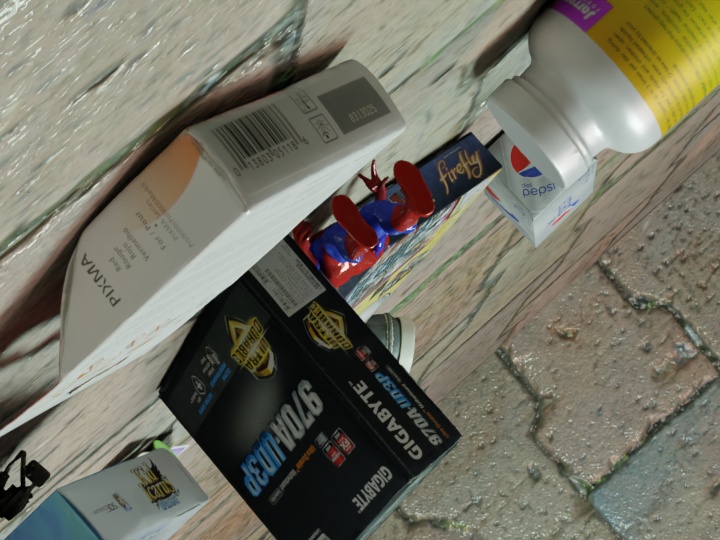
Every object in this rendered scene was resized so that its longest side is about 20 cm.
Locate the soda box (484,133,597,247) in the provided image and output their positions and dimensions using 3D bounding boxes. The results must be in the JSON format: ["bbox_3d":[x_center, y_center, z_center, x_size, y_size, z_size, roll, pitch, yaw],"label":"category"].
[{"bbox_3d":[0.135,-0.071,1.770,0.068,0.063,0.200,-44,173,1],"label":"soda box"}]

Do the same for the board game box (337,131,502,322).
[{"bbox_3d":[0.000,0.000,1.571,0.135,0.035,0.200,-36,170,-45],"label":"board game box"}]

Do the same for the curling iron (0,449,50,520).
[{"bbox_3d":[-0.204,0.137,1.191,0.050,0.026,0.200,-49,-179,16],"label":"curling iron"}]

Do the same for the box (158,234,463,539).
[{"bbox_3d":[-0.036,0.085,1.380,0.046,0.159,0.200,-36,172,-29],"label":"box"}]

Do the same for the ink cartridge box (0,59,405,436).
[{"bbox_3d":[-0.087,-0.009,1.056,0.200,0.050,0.162,-37,177,30],"label":"ink cartridge box"}]

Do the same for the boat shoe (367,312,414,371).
[{"bbox_3d":[-0.011,0.080,1.960,0.061,0.073,0.200,6,162,-16],"label":"boat shoe"}]

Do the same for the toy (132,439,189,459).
[{"bbox_3d":[-0.197,0.201,1.623,0.200,0.047,0.115,-44,171,8],"label":"toy"}]

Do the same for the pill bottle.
[{"bbox_3d":[0.172,-0.142,1.391,0.200,0.104,0.104,-42,173,-3],"label":"pill bottle"}]

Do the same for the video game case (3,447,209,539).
[{"bbox_3d":[-0.182,0.179,1.193,0.200,0.045,0.181,-44,175,9],"label":"video game case"}]

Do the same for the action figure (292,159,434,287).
[{"bbox_3d":[-0.005,-0.023,1.358,0.065,0.052,0.200,-35,176,-15],"label":"action figure"}]
